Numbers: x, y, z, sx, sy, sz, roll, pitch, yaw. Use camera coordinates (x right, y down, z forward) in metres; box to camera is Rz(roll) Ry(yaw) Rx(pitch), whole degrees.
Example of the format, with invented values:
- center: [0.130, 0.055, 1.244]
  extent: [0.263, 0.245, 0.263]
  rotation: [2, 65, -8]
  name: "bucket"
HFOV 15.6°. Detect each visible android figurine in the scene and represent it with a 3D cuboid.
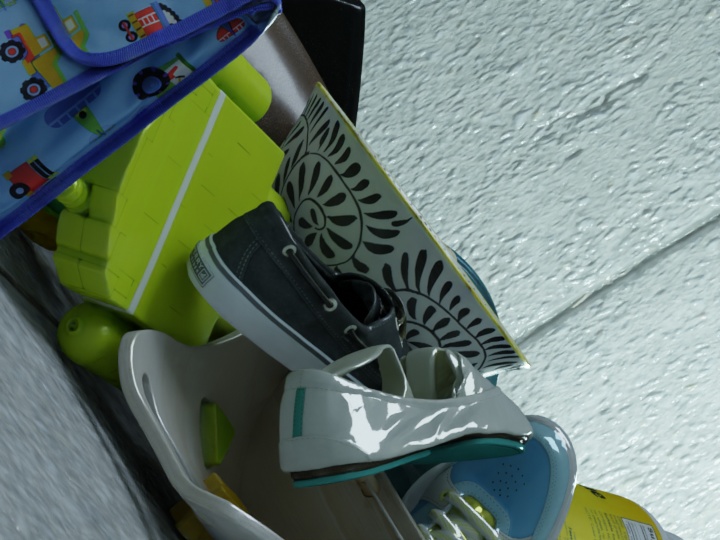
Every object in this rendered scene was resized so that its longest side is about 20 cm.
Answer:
- center: [-0.097, -0.031, 1.320]
  extent: [0.041, 0.182, 0.200]
  rotation: [17, -9, 26]
  name: "android figurine"

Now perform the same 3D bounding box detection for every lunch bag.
- center: [-0.138, -0.132, 1.210]
  extent: [0.151, 0.200, 0.094]
  rotation: [58, 0, 27]
  name: "lunch bag"

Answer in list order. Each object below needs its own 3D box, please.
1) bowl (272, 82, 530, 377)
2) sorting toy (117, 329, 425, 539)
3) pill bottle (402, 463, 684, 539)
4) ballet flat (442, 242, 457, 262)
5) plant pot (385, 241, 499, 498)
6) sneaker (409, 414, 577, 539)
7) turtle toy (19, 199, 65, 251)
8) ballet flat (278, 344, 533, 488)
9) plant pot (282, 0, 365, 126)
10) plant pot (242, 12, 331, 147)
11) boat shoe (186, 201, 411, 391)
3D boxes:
- center: [0.000, 0.000, 1.482]
  extent: [0.201, 0.094, 0.201]
  rotation: [54, 2, -3]
  name: "bowl"
- center: [-0.055, 0.107, 1.307]
  extent: [0.200, 0.107, 0.180]
  rotation: [58, 7, 34]
  name: "sorting toy"
- center: [0.117, 0.182, 1.575]
  extent: [0.200, 0.112, 0.112]
  rotation: [19, 30, -46]
  name: "pill bottle"
- center: [-0.023, 0.033, 1.560]
  extent: [0.066, 0.200, 0.057]
  rotation: [43, -27, 38]
  name: "ballet flat"
- center: [-0.005, 0.097, 1.660]
  extent: [0.200, 0.200, 0.188]
  rotation: [58, 15, -26]
  name: "plant pot"
- center: [0.039, 0.163, 1.412]
  extent: [0.080, 0.200, 0.131]
  rotation: [40, 6, 9]
  name: "sneaker"
- center: [-0.119, -0.071, 1.416]
  extent: [0.101, 0.146, 0.200]
  rotation: [20, -19, 26]
  name: "turtle toy"
- center: [0.026, 0.068, 1.316]
  extent: [0.200, 0.069, 0.069]
  rotation: [-2, 55, -56]
  name: "ballet flat"
- center: [-0.102, -0.137, 1.776]
  extent: [0.199, 0.178, 0.200]
  rotation: [16, 19, -20]
  name: "plant pot"
- center: [-0.092, -0.085, 1.593]
  extent: [0.200, 0.187, 0.187]
  rotation: [46, 2, -9]
  name: "plant pot"
- center: [-0.008, 0.029, 1.352]
  extent: [0.200, 0.057, 0.069]
  rotation: [36, 18, -44]
  name: "boat shoe"
